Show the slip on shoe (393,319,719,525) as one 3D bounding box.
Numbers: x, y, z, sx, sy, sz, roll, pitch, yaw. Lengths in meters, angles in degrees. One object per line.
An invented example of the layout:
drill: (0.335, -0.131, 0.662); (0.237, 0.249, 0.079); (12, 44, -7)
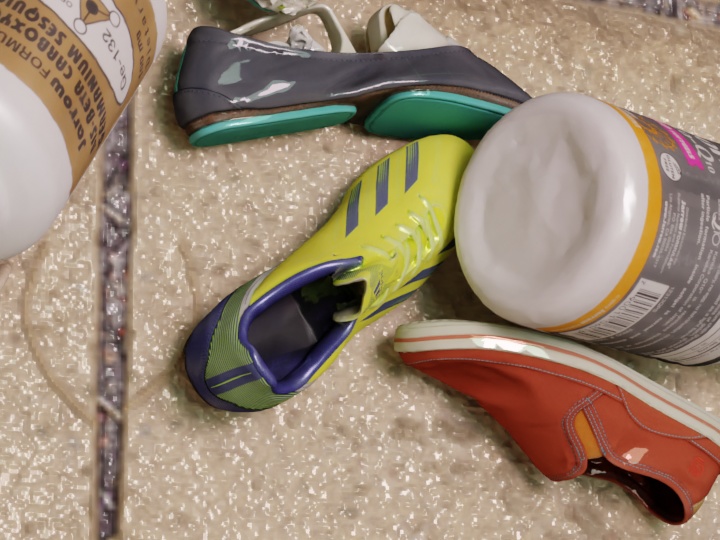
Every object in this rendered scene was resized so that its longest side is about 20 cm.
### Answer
slip on shoe: (0.103, 0.074, 1.170); (0.199, 0.074, 0.061); (26, 74, -24)

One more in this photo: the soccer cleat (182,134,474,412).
soccer cleat: (0.000, 0.001, 1.119); (0.200, 0.084, 0.065); (-41, 104, -28)

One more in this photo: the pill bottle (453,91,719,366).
pill bottle: (0.151, -0.014, 1.167); (0.200, 0.116, 0.117); (14, 71, -45)

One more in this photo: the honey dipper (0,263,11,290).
honey dipper: (-0.246, -0.044, 1.029); (0.200, 0.038, 0.038); (37, 64, -14)

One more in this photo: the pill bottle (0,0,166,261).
pill bottle: (-0.170, -0.068, 0.999); (0.114, 0.114, 0.200); (40, 45, -15)

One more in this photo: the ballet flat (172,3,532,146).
ballet flat: (-0.001, -0.101, 1.156); (0.199, 0.073, 0.073); (-3, 80, -26)

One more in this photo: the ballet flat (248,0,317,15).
ballet flat: (0.003, -0.198, 1.158); (0.076, 0.064, 0.200); (38, 49, -7)
